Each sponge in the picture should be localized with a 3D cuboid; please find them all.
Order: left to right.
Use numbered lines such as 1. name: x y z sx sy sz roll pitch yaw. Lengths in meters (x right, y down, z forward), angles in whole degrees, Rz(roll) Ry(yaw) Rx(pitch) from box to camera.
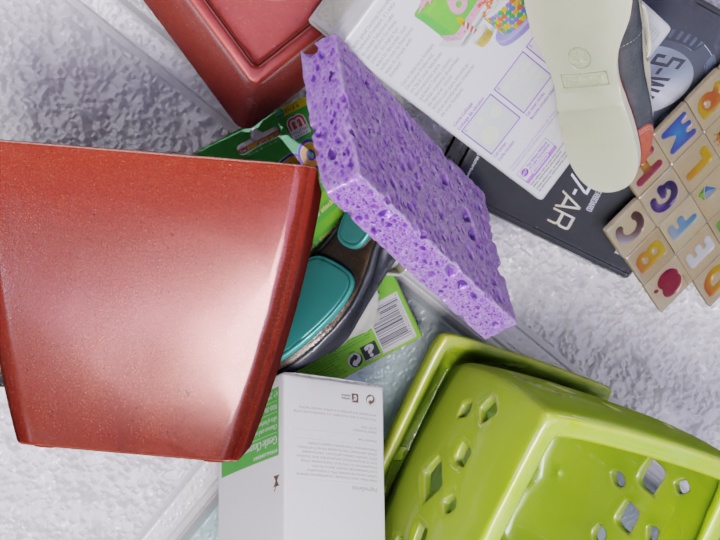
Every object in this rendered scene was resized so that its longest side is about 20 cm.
1. sponge: 0.031 -0.049 1.124 0.030 0.112 0.200 -25 141 20

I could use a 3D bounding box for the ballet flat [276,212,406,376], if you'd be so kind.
1. ballet flat: 0.000 0.000 1.237 0.073 0.073 0.201 33 90 -21

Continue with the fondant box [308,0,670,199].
1. fondant box: 0.086 -0.159 1.166 0.199 0.058 0.145 33 98 -35

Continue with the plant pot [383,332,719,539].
1. plant pot: 0.115 0.165 1.270 0.198 0.181 0.202 18 103 -34

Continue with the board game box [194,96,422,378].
1. board game box: -0.037 -0.018 1.270 0.095 0.030 0.201 -27 114 -5

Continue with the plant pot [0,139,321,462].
1. plant pot: -0.130 0.023 1.124 0.197 0.200 0.179 4 88 0

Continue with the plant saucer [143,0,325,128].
1. plant saucer: -0.056 -0.229 1.157 0.199 0.037 0.201 -38 98 -4

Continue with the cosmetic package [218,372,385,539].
1. cosmetic package: -0.040 0.181 1.217 0.084 0.107 0.202 10 68 -28

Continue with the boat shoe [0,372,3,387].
1. boat shoe: -0.238 0.048 1.223 0.200 0.066 0.072 37 97 -21

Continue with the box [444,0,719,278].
1. box: 0.167 -0.116 1.276 0.159 0.044 0.201 25 101 -19

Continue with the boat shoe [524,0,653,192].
1. boat shoe: 0.150 -0.149 1.132 0.070 0.063 0.202 2 123 27

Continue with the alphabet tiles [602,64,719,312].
1. alphabet tiles: 0.266 -0.069 1.300 0.200 0.006 0.167 -44 130 -4
